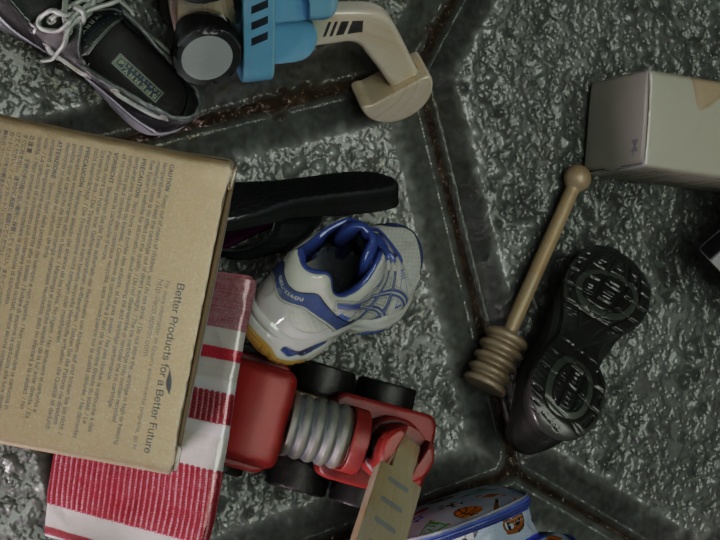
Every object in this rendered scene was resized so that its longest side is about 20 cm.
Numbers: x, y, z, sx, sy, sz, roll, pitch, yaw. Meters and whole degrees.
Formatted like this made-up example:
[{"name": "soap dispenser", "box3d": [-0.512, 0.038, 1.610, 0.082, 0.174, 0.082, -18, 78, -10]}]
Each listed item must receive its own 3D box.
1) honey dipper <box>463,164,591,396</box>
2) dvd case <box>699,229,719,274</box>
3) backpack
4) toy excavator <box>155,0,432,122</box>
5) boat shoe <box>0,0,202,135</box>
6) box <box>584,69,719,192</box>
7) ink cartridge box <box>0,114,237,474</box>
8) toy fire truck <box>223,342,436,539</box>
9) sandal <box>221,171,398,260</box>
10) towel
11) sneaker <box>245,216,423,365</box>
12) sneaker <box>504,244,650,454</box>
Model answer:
[{"name": "honey dipper", "box3d": [0.139, 0.003, 1.145, 0.038, 0.038, 0.201, 30, 78, -19]}, {"name": "dvd case", "box3d": [0.391, -0.009, 1.192, 0.150, 0.025, 0.200, -42, 125, 12]}, {"name": "backpack", "box3d": [0.082, 0.241, 1.038, 0.199, 0.190, 0.155, -23, 98, -20]}, {"name": "toy excavator", "box3d": [-0.042, -0.183, 1.018, 0.199, 0.100, 0.195, -8, 132, -12]}, {"name": "boat shoe", "box3d": [-0.192, -0.167, 0.991, 0.199, 0.068, 0.074, 46, 74, -16]}, {"name": "box", "box3d": [0.293, -0.108, 1.178, 0.199, 0.095, 0.078, 6, 88, -23]}, {"name": "ink cartridge box", "box3d": [-0.178, 0.014, 0.912, 0.164, 0.075, 0.201, 12, 87, -7]}, {"name": "toy fire truck", "box3d": [-0.029, 0.126, 0.979, 0.175, 0.200, 0.129, 17, 83, -13]}, {"name": "sandal", "box3d": [-0.064, -0.036, 1.045, 0.199, 0.075, 0.048, -7, 110, -22]}, {"name": "towel", "box3d": [-0.144, 0.095, 0.981, 0.023, 0.143, 0.201, 15, 83, -57]}, {"name": "sneaker", "box3d": [0.000, 0.000, 1.019, 0.075, 0.088, 0.200, 43, 35, 10]}, {"name": "sneaker", "box3d": [0.163, 0.061, 1.137, 0.076, 0.091, 0.200, 36, 55, -2]}]
